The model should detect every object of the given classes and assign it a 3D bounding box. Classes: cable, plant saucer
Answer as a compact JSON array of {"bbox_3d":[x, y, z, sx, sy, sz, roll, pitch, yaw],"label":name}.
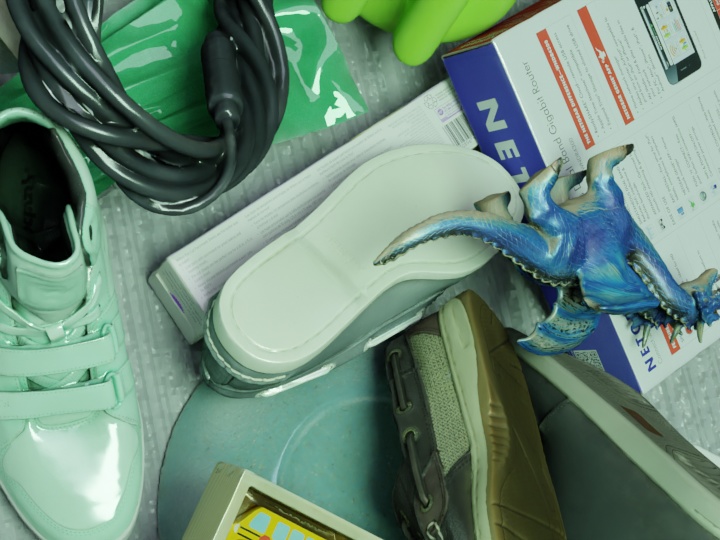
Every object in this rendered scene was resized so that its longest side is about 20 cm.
[{"bbox_3d":[-0.087,-0.117,0.689,0.163,0.050,0.202,17,61,-59],"label":"cable"},{"bbox_3d":[0.003,0.115,0.762,0.199,0.039,0.203,7,70,-21],"label":"plant saucer"}]

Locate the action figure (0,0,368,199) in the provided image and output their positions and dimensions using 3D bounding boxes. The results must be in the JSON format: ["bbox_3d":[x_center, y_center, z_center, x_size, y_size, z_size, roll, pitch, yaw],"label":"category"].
[{"bbox_3d":[-0.107,-0.083,0.770,0.199,0.055,0.119,-30,88,-21],"label":"action figure"}]

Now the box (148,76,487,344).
[{"bbox_3d":[-0.016,-0.034,0.802,0.199,0.039,0.042,-36,89,-29],"label":"box"}]

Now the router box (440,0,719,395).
[{"bbox_3d":[0.158,-0.064,0.854,0.179,0.049,0.202,-30,102,-29],"label":"router box"}]

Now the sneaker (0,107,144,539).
[{"bbox_3d":[-0.135,0.029,0.669,0.073,0.118,0.203,-12,91,-10],"label":"sneaker"}]

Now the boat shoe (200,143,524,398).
[{"bbox_3d":[0.000,0.000,0.764,0.199,0.062,0.073,-32,76,-38],"label":"boat shoe"}]

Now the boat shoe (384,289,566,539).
[{"bbox_3d":[0.048,0.102,0.705,0.073,0.064,0.201,45,28,-38],"label":"boat shoe"}]

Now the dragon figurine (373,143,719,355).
[{"bbox_3d":[0.100,0.002,0.735,0.199,0.059,0.100,-14,81,-48],"label":"dragon figurine"}]

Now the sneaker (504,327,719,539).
[{"bbox_3d":[0.103,0.110,0.761,0.074,0.200,0.107,23,103,-35],"label":"sneaker"}]

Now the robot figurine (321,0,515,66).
[{"bbox_3d":[0.046,-0.201,0.830,0.174,0.116,0.201,29,51,-4],"label":"robot figurine"}]

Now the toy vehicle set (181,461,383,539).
[{"bbox_3d":[-0.007,0.182,0.697,0.199,0.026,0.125,32,75,-30],"label":"toy vehicle set"}]

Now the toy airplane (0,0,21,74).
[{"bbox_3d":[-0.203,-0.177,0.709,0.198,0.141,0.201,32,30,-25],"label":"toy airplane"}]

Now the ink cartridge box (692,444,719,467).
[{"bbox_3d":[0.173,0.205,0.791,0.115,0.067,0.202,25,65,-15],"label":"ink cartridge box"}]
